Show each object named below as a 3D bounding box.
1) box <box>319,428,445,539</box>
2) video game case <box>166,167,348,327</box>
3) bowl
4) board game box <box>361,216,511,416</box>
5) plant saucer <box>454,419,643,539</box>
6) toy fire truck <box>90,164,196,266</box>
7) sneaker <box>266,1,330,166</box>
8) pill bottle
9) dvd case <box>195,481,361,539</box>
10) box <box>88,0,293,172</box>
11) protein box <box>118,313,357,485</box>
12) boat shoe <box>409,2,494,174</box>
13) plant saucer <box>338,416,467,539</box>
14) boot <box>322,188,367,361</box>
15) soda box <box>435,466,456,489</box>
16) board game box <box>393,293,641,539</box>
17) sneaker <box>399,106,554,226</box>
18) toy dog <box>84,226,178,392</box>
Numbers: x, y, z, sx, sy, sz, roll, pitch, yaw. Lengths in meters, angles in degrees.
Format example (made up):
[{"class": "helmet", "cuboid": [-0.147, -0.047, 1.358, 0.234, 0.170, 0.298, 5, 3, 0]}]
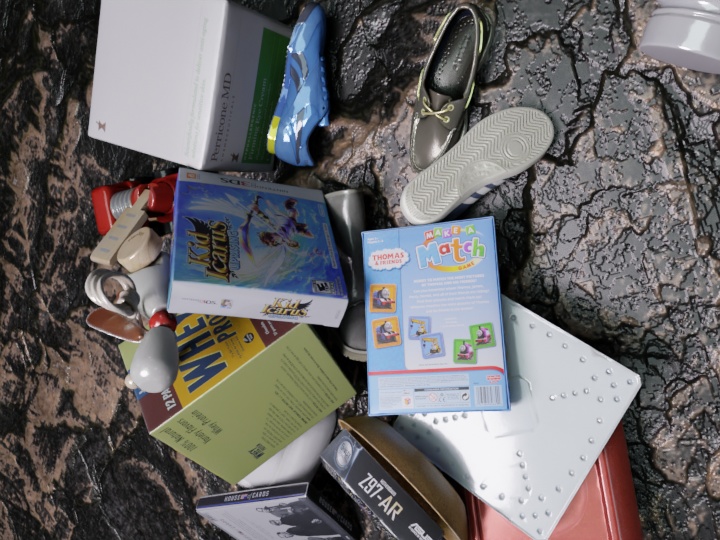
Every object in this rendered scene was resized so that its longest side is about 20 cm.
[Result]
[{"class": "box", "cuboid": [0.020, 0.283, 0.752, 0.160, 0.201, 0.043, 43, 73, 15]}, {"class": "video game case", "cuboid": [-0.117, -0.031, 0.669, 0.202, 0.178, 0.046, -106, 30, -47]}, {"class": "bowl", "cuboid": [-0.150, 0.237, 0.886, 0.198, 0.074, 0.202, 30, 108, 17]}, {"class": "board game box", "cuboid": [0.079, 0.051, 0.652, 0.149, 0.037, 0.204, -5, 79, 15]}, {"class": "plant saucer", "cuboid": [0.195, 0.237, 0.663, 0.197, 0.037, 0.203, -11, 81, 22]}, {"class": "toy fire truck", "cuboid": [-0.319, -0.077, 0.847, 0.173, 0.199, 0.131, -7, 94, 25]}, {"class": "sneaker", "cuboid": [-0.063, -0.237, 0.783, 0.077, 0.066, 0.203, 18, 106, 9]}, {"class": "pill bottle", "cuboid": [0.343, -0.295, 0.549, 0.112, 0.113, 0.203, 23, 107, 20]}, {"class": "dvd case", "cuboid": [-0.118, 0.362, 0.870, 0.197, 0.025, 0.151, -16, 129, 26]}, {"class": "box", "cuboid": [-0.218, -0.250, 0.789, 0.197, 0.171, 0.202, 19, 105, 21]}, {"class": "protein box", "cuboid": [-0.142, 0.123, 0.739, 0.199, 0.199, 0.135, -35, 52, -6]}, {"class": "boat shoe", "cuboid": [0.098, -0.208, 0.707, 0.071, 0.060, 0.205, 24, 107, 20]}, {"class": "plant saucer", "cuboid": [0.055, 0.234, 0.692, 0.200, 0.201, 0.035, 43, 73, 14]}, {"class": "boot", "cuboid": [-0.001, 0.000, 0.750, 0.181, 0.071, 0.204, 16, 105, 62]}, {"class": "soda box", "cuboid": [0.189, 0.243, 0.725, 0.197, 0.071, 0.065, 11, 100, 24]}, {"class": "board game box", "cuboid": [0.162, 0.147, 0.652, 0.198, 0.026, 0.202, 32, 99, 23]}, {"class": "sneaker", "cuboid": [0.132, -0.117, 0.706, 0.198, 0.085, 0.076, -30, 82, 1]}, {"class": "toy dog", "cuboid": [-0.229, 0.046, 0.623, 0.096, 0.201, 0.133, -33, 108, 15]}]
